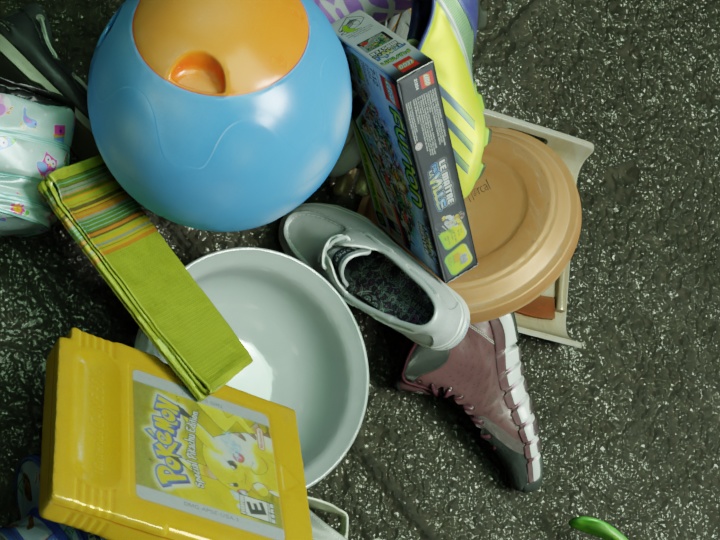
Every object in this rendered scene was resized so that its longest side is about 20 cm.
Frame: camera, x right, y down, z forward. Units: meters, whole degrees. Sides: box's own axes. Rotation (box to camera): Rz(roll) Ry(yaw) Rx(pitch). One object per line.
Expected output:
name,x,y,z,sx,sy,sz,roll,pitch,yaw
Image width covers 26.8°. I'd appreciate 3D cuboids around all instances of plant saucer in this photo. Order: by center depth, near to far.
plant saucer,0.090,-0.046,1.302,0.198,0.032,0.202,-8,55,11

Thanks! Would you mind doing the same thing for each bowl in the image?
bowl,-0.100,0.089,1.219,0.199,0.090,0.203,6,75,-24

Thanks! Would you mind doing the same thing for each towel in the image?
towel,-0.156,0.001,1.131,0.201,0.018,0.086,53,30,0

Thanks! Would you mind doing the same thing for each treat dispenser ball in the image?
treat dispenser ball,-0.105,-0.131,1.140,0.199,0.201,0.203,6,75,-24

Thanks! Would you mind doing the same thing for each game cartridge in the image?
game cartridge,-0.128,0.131,1.063,0.199,0.033,0.177,24,30,-25

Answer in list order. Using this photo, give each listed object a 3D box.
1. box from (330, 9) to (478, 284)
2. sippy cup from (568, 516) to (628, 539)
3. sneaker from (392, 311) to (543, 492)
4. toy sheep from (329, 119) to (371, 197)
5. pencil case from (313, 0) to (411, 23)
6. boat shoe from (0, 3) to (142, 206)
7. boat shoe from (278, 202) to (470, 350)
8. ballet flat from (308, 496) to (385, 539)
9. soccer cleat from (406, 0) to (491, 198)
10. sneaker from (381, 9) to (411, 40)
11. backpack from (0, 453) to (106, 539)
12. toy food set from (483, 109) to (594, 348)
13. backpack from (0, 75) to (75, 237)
box,0.034,-0.097,1.197,0.035,0.110,0.201,-29,130,-16
sippy cup,0.169,0.304,1.284,0.129,0.140,0.178,27,29,-6
sneaker,0.089,0.110,1.320,0.114,0.076,0.202,-14,105,-3
toy sheep,-0.020,-0.140,1.292,0.199,0.138,0.139,23,69,-26
pencil case,0.031,-0.270,1.314,0.084,0.199,0.086,34,40,-56
boat shoe,-0.218,-0.134,1.225,0.200,0.073,0.063,45,67,-5
boat shoe,0.000,0.000,1.245,0.200,0.068,0.072,41,94,29
ballet flat,-0.009,0.236,1.244,0.199,0.067,0.064,35,55,-16
soccer cleat,0.063,-0.158,1.265,0.083,0.065,0.202,-8,104,-29
sneaker,0.063,-0.247,1.374,0.075,0.092,0.202,-2,80,-26
backpack,-0.188,0.216,1.103,0.153,0.200,0.192,-12,67,-32
toy food set,0.147,-0.039,1.384,0.142,0.060,0.202,14,73,-22
backpack,-0.315,-0.095,1.134,0.198,0.166,0.128,9,91,-30
